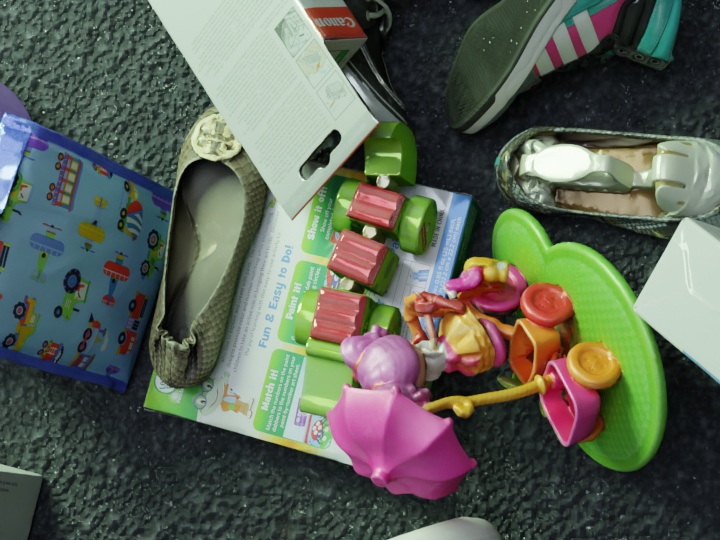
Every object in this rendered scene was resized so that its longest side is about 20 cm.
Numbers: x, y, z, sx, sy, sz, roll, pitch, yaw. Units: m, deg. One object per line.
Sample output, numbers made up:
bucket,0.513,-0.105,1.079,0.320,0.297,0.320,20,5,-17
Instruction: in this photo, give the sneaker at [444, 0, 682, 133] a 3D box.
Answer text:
sneaker,0.150,-0.159,1.075,0.200,0.120,0.084,-51,35,41

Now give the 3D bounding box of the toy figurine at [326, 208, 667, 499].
toy figurine,0.061,0.061,0.992,0.182,0.151,0.201,-16,51,-22

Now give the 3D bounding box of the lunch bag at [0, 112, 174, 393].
lunch bag,-0.213,-0.010,1.081,0.093,0.200,0.152,15,84,16

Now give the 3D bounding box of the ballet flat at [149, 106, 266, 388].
ballet flat,-0.110,-0.019,1.093,0.067,0.046,0.203,10,83,16

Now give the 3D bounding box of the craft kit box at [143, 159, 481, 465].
craft kit box,-0.034,0.026,1.110,0.195,0.049,0.202,14,84,14

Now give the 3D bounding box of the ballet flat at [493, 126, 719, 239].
ballet flat,0.183,-0.060,1.053,0.198,0.072,0.073,5,81,16

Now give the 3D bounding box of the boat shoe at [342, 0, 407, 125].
boat shoe,-0.014,-0.181,1.127,0.063,0.071,0.201,-35,71,7

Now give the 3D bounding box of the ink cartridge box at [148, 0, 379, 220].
ink cartridge box,-0.056,-0.148,1.075,0.109,0.050,0.201,-44,71,36

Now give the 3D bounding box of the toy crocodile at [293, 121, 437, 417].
toy crocodile,0.000,0.000,1.052,0.067,0.062,0.202,16,85,17

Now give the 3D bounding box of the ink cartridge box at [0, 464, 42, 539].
ink cartridge box,-0.337,0.221,1.101,0.145,0.146,0.202,12,83,16

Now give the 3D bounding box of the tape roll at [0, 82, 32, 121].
tape roll,-0.332,-0.060,1.169,0.198,0.065,0.203,-8,74,28

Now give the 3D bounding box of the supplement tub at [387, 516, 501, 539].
supplement tub,0.052,0.269,0.991,0.139,0.140,0.202,-22,75,10

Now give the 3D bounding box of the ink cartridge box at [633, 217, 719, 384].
ink cartridge box,0.275,0.042,0.945,0.115,0.198,0.068,47,116,49
